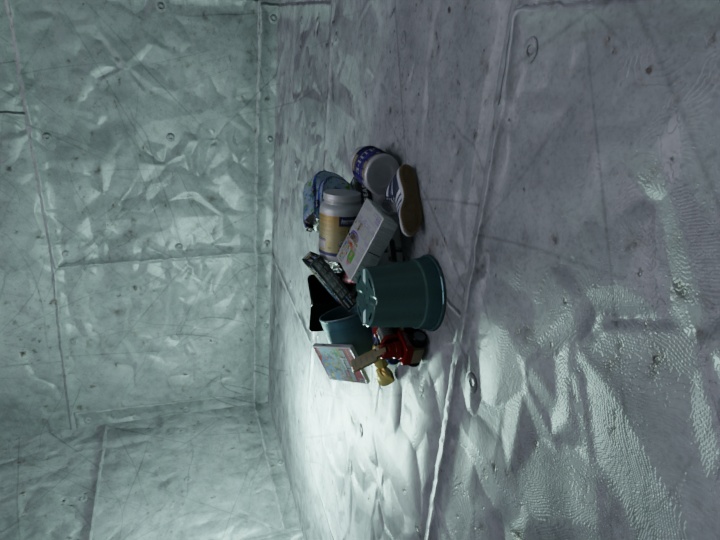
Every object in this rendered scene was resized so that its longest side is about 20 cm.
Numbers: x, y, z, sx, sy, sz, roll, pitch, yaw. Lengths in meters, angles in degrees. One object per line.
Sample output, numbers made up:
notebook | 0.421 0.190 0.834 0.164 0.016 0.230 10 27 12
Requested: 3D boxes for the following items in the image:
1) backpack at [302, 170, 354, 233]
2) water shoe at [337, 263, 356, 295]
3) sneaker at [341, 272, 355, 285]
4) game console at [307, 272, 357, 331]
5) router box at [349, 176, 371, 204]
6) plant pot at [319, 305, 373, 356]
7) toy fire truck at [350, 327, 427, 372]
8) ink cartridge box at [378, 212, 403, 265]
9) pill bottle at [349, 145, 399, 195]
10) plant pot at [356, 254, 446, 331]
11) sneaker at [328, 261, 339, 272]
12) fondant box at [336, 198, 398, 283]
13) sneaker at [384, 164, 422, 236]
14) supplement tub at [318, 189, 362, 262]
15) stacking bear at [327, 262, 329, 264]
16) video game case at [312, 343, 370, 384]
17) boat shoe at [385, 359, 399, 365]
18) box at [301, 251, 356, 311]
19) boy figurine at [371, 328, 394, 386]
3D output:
backpack | -0.100 -0.237 1.810 0.146 0.178 0.207 -33 54 44
water shoe | -0.042 -0.006 1.804 0.072 0.076 0.208 -101 18 -74
sneaker | 0.000 0.000 1.639 0.199 0.071 0.090 170 109 -67
game console | -0.103 0.116 1.978 0.117 0.193 0.181 121 141 -55
router box | -0.003 -0.214 1.862 0.149 0.049 0.207 131 133 -61
plant pot | -0.024 0.227 1.800 0.199 0.194 0.195 -172 65 -70
toy fire truck | 0.066 0.200 1.499 0.178 0.193 0.132 -116 31 -47
ink cartridge box | 0.067 -0.059 1.632 0.144 0.081 0.208 148 118 -69
pill bottle | 0.036 -0.318 1.636 0.200 0.115 0.124 -131 42 -60
plant pot | 0.097 0.064 1.400 0.199 0.189 0.209 178 90 -70
sneaker | -0.038 -0.045 1.952 0.196 0.085 0.079 6 130 49
fondant box | 0.016 -0.083 1.518 0.204 0.057 0.145 -60 31 17
sneaker | 0.118 -0.181 1.488 0.108 0.068 0.208 142 128 -63
supplement tub | -0.060 -0.142 1.658 0.144 0.139 0.208 -138 47 -63
stacking bear | -0.125 0.075 2.186 0.121 0.110 0.209 -178 81 -70
video game case | -0.066 0.306 1.753 0.196 0.017 0.146 -5 117 47
boat shoe | 0.092 0.182 1.633 0.069 0.082 0.206 -39 71 57
box | -0.101 0.032 1.718 0.201 0.046 0.159 51 172 -16
boy figurine | 0.066 0.263 1.688 0.124 0.062 0.208 31 -131 -73
